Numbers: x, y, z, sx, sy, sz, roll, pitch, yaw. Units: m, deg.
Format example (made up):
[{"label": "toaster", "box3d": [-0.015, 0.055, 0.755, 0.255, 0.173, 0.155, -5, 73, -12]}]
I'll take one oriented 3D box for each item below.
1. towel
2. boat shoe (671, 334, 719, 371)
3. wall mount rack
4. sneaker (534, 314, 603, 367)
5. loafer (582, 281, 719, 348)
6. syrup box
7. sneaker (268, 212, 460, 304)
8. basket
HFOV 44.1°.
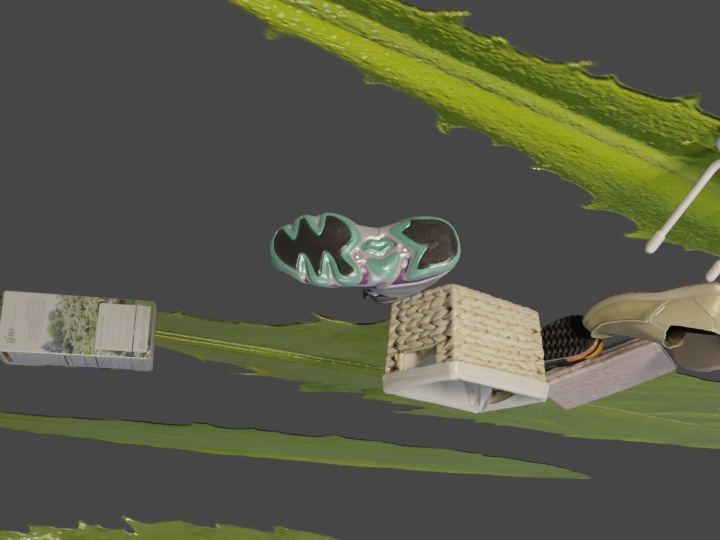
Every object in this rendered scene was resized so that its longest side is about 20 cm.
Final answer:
[{"label": "towel", "box3d": [0.384, 0.158, 1.388, 0.197, 0.033, 0.191, -23, 152, 20]}, {"label": "boat shoe", "box3d": [0.534, 0.102, 1.219, 0.091, 0.076, 0.199, 16, 158, -32]}, {"label": "wall mount rack", "box3d": [0.353, -0.057, 0.780, 0.198, 0.076, 0.172, 18, 154, -39]}, {"label": "sneaker", "box3d": [0.252, 0.117, 1.277, 0.197, 0.071, 0.090, -12, 154, 28]}, {"label": "loafer", "box3d": [0.375, 0.064, 1.128, 0.198, 0.070, 0.075, -16, 155, 39]}, {"label": "syrup box", "box3d": [-0.374, 0.083, 1.181, 0.195, 0.080, 0.082, 4, 161, -10]}, {"label": "sneaker", "box3d": [0.000, 0.000, 0.943, 0.195, 0.079, 0.140, 3, 160, -5]}, {"label": "basket", "box3d": [0.139, 0.106, 1.169, 0.198, 0.126, 0.134, 18, 154, -39]}]
